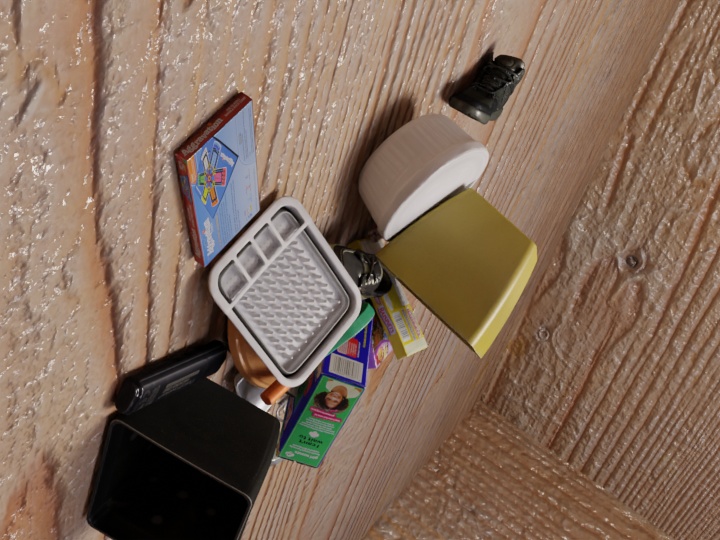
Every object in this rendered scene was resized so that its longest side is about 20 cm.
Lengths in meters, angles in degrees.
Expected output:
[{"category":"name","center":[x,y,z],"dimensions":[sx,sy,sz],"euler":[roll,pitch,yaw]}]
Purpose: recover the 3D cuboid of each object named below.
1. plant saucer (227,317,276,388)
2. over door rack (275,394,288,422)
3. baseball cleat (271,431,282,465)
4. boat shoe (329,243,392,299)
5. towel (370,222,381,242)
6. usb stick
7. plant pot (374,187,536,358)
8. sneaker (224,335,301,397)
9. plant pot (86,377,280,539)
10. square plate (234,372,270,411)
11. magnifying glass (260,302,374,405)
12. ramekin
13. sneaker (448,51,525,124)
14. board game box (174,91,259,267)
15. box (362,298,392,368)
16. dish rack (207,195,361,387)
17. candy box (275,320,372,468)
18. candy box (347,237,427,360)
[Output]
[{"category":"plant saucer","center":[-0.098,0.062,1.367],"dimensions":[0.199,0.037,0.203],"euler":[-17,111,-52]},{"category":"over door rack","center":[-0.059,0.177,1.745],"dimensions":[0.201,0.066,0.148],"euler":[-54,176,2]},{"category":"baseball cleat","center":[-0.202,0.306,1.615],"dimensions":[0.198,0.070,0.107],"euler":[-5,141,-42]},{"category":"boat shoe","center":[0.000,0.001,1.468],"dimensions":[0.201,0.065,0.073],"euler":[39,46,-72]},{"category":"towel","center":[0.084,-0.149,1.675],"dimensions":[0.146,0.030,0.202],"euler":[-32,151,-60]},{"category":"usb stick","center":[-0.234,0.132,1.280],"dimensions":[0.056,0.033,0.200],"euler":[-56,166,24]},{"category":"plant pot","center":[0.164,-0.006,1.558],"dimensions":[0.177,0.200,0.200],"euler":[-47,166,-1]},{"category":"sneaker","center":[-0.125,0.106,1.447],"dimensions":[0.091,0.078,0.200],"euler":[-58,154,-12]},{"category":"plant pot","center":[-0.212,0.261,1.330],"dimensions":[0.178,0.198,0.202],"euler":[-51,166,-56]},{"category":"square plate","center":[-0.129,0.139,1.598],"dimensions":[0.200,0.028,0.199],"euler":[-50,162,-22]},{"category":"magnifying glass","center":[-0.056,0.109,1.354],"dimensions":[0.200,0.023,0.079],"euler":[-40,-168,-28]},{"category":"ramekin","center":[0.085,-0.141,1.496],"dimensions":[0.201,0.095,0.203],"euler":[-36,164,-12]},{"category":"sneaker","center":[0.206,-0.300,1.656],"dimensions":[0.115,0.076,0.199],"euler":[-64,165,21]},{"category":"board game box","center":[-0.152,-0.094,1.110],"dimensions":[0.103,0.019,0.201],"euler":[-50,162,-27]},{"category":"box","center":[0.030,0.068,1.726],"dimensions":[0.200,0.039,0.139],"euler":[-41,124,-66]},{"category":"dish rack","center":[-0.100,0.027,1.288],"dimensions":[0.172,0.043,0.201],"euler":[-49,119,-27]},{"category":"candy box","center":[-0.053,0.170,1.541],"dimensions":[0.170,0.076,0.201],"euler":[-83,-165,-51]},{"category":"candy box","center":[0.045,0.042,1.651],"dimensions":[0.026,0.202,0.102],"euler":[-25,174,20]}]
